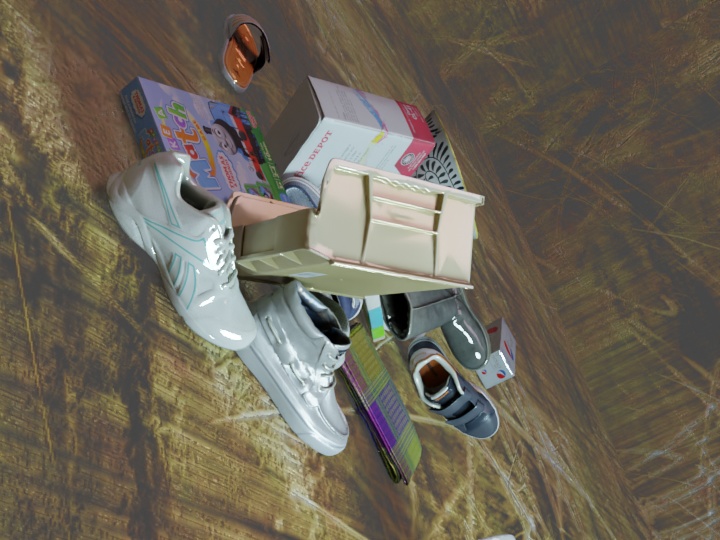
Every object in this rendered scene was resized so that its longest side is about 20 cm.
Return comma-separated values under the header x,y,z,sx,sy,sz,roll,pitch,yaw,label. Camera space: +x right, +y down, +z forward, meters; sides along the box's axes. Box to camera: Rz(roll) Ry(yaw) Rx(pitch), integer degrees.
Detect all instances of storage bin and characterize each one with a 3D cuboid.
x,y,z,sx,sy,sz,roll,pitch,yaw,label
-0.016,-0.034,0.878,0.196,0.199,0.096,10,80,-34,storage bin

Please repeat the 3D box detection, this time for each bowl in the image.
x,y,z,sx,sy,sz,roll,pitch,yaw,label
0.100,-0.128,1.313,0.201,0.093,0.204,-19,90,-86,bowl

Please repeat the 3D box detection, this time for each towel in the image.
x,y,z,sx,sy,sz,roll,pitch,yaw,label
0.021,0.167,1.137,0.202,0.023,0.144,62,16,-2,towel

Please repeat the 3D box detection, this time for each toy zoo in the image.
x,y,z,sx,sy,sz,roll,pitch,yaw,label
0.000,0.000,1.206,0.201,0.020,0.133,80,-8,-61,toy zoo

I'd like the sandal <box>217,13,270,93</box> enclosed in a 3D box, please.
x,y,z,sx,sy,sz,roll,pitch,yaw,label
-0.163,-0.327,1.294,0.079,0.059,0.208,51,20,-32,sandal

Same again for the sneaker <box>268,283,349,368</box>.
x,y,z,sx,sy,sz,roll,pitch,yaw,label
-0.069,0.031,1.030,0.081,0.069,0.202,85,-17,-56,sneaker

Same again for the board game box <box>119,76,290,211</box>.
x,y,z,sx,sy,sz,roll,pitch,yaw,label
-0.163,-0.122,0.971,0.199,0.036,0.153,2,61,-60,board game box

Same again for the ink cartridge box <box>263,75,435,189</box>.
x,y,z,sx,sy,sz,roll,pitch,yaw,label
-0.019,-0.169,1.207,0.197,0.148,0.087,9,48,-37,ink cartridge box

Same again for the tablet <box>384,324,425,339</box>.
x,y,z,sx,sy,sz,roll,pitch,yaw,label
0.091,0.042,1.386,0.014,0.132,0.199,28,2,25,tablet

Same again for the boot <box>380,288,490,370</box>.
x,y,z,sx,sy,sz,roll,pitch,yaw,label
0.111,0.077,1.286,0.184,0.072,0.199,63,23,7,boot

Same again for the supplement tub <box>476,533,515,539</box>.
x,y,z,sx,sy,sz,roll,pitch,yaw,label
0.143,0.401,0.930,0.140,0.139,0.203,33,33,-57,supplement tub

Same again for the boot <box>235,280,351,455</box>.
x,y,z,sx,sy,sz,roll,pitch,yaw,label
-0.046,0.104,0.908,0.201,0.095,0.074,54,18,-26,boot

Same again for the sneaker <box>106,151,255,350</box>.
x,y,z,sx,sy,sz,roll,pitch,yaw,label
-0.147,-0.016,0.802,0.202,0.079,0.071,58,15,-18,sneaker

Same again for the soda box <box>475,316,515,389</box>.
x,y,z,sx,sy,sz,roll,pitch,yaw,label
0.279,0.168,1.819,0.064,0.067,0.200,59,17,-8,soda box

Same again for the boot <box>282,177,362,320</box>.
x,y,z,sx,sy,sz,roll,pitch,yaw,label
-0.056,-0.027,1.118,0.202,0.072,0.090,63,11,0,boot

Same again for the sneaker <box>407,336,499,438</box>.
x,y,z,sx,sy,sz,roll,pitch,yaw,label
0.142,0.198,1.357,0.200,0.078,0.080,47,15,-11,sneaker
